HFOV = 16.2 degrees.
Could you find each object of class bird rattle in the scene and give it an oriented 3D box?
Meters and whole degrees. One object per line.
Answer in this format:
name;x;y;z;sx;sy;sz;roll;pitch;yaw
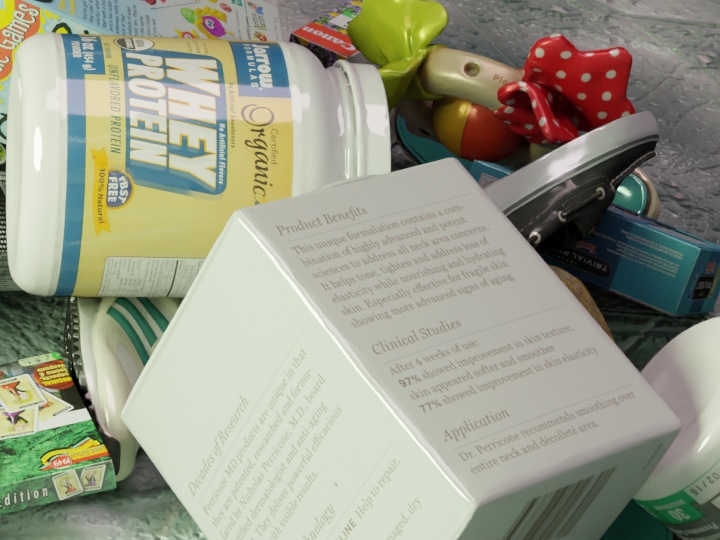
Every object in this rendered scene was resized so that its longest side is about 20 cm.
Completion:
bird rattle;0.084;-0.115;1.646;0.199;0.113;0.163;9;-15;12

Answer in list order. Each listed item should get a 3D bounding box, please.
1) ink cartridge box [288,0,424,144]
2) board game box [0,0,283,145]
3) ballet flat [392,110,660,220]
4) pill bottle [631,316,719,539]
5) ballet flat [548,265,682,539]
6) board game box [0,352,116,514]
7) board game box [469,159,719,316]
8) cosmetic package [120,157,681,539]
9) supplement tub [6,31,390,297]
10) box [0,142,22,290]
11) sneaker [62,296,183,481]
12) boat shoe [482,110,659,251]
ink cartridge box;-0.023;-0.115;1.727;0.050;0.110;0.200;24;30;19
board game box;-0.153;-0.127;1.499;0.199;0.103;0.105;22;37;-27
ballet flat;0.117;-0.071;1.776;0.199;0.070;0.069;25;30;14
pill bottle;0.237;0.124;1.351;0.200;0.113;0.113;38;22;-20
ballet flat;0.135;0.086;1.416;0.070;0.071;0.201;-18;79;-45
board game box;-0.235;0.097;1.299;0.199;0.024;0.105;-12;38;-19
board game box;0.153;-0.019;1.628;0.150;0.047;0.200;23;5;14
cosmetic package;0.018;0.078;1.297;0.167;0.167;0.200;-15;57;-43
supplement tub;-0.092;-0.057;1.402;0.199;0.145;0.145;1;31;-12
box;-0.284;-0.076;1.438;0.199;0.047;0.194;2;54;-51
sneaker;-0.119;0.049;1.428;0.093;0.071;0.200;3;28;-9
boat shoe;0.109;-0.036;1.487;0.199;0.069;0.057;-28;91;-36
